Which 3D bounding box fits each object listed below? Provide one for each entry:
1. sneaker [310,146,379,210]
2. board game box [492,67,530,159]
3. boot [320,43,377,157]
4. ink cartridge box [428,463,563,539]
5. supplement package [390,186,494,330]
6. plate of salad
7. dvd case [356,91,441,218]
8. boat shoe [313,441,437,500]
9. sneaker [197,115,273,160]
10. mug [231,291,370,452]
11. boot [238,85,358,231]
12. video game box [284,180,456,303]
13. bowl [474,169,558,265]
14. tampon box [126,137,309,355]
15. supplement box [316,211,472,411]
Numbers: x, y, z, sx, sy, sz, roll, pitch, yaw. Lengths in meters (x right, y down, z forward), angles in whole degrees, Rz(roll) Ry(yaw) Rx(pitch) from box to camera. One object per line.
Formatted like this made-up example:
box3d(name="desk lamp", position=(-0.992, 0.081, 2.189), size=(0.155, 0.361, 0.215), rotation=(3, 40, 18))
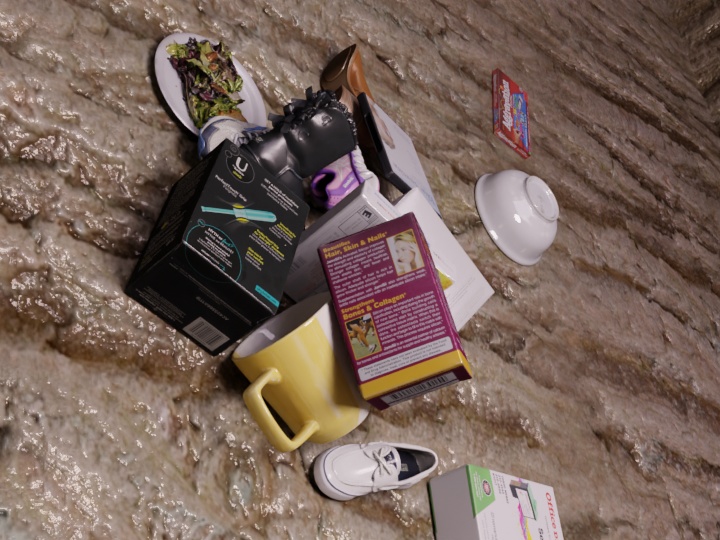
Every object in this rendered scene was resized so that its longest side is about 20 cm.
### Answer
box3d(name="sneaker", position=(-0.036, -0.137, 1.470), size=(0.087, 0.081, 0.200), rotation=(-3, 26, -15))
box3d(name="board game box", position=(0.325, -0.340, 2.117), size=(0.102, 0.019, 0.202), rotation=(32, 43, -29))
box3d(name="boot", position=(0.010, -0.282, 1.670), size=(0.155, 0.076, 0.201), rotation=(41, 28, -32))
box3d(name="ink cartridge box", position=(0.200, 0.371, 1.396), size=(0.199, 0.084, 0.146), rotation=(22, 49, -39))
box3d(name="supplement package", position=(0.079, 0.001, 1.474), size=(0.120, 0.121, 0.201), rotation=(-42, 99, -32))
box3d(name="plate of salad", position=(-0.209, -0.265, 1.424), size=(0.199, 0.048, 0.202), rotation=(28, 46, -33))
box3d(name="dvd case", position=(0.060, -0.180, 1.555), size=(0.142, 0.017, 0.201), rotation=(38, 26, -43))
box3d(name="boat shoe", position=(0.024, 0.254, 1.295), size=(0.199, 0.065, 0.074), rotation=(2, 63, -48))
box3d(name="sneaker", position=(-0.143, -0.176, 1.376), size=(0.199, 0.084, 0.078), rotation=(-7, 100, -53))
box3d(name="mug", position=(-0.074, 0.141, 1.227), size=(0.186, 0.149, 0.154), rotation=(-37, 103, -26))
box3d(name="boot", position=(-0.074, -0.142, 1.347), size=(0.073, 0.162, 0.199), rotation=(43, -16, 44))
box3d(name="video game box", position=(0.000, 0.000, 1.341), size=(0.182, 0.199, 0.047), rotation=(43, 31, -18))
box3d(name="bowl", position=(0.317, -0.119, 1.886), size=(0.200, 0.090, 0.203), rotation=(29, 44, -32))
box3d(name="tampon box", position=(-0.173, -0.030, 1.226), size=(0.150, 0.126, 0.201), rotation=(39, 39, -23))
box3d(name="supplement box", position=(0.042, 0.052, 1.204), size=(0.103, 0.129, 0.202), rotation=(49, 23, -70))
